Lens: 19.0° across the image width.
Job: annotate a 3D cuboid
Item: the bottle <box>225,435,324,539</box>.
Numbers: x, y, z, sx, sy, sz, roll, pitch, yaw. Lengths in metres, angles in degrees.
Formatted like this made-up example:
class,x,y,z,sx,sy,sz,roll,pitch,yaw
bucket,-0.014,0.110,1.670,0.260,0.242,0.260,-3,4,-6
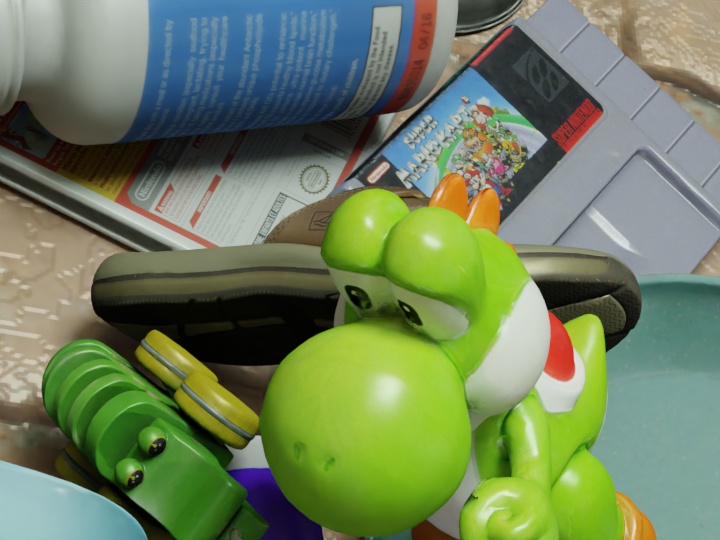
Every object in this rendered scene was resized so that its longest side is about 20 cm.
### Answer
class,x,y,z,sx,sy,sz,roll,pitch,yaw
bottle,-0.035,0.150,0.698,0.083,0.065,0.201,4,53,-7

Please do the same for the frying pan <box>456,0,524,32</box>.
class,x,y,z,sx,sy,sz,roll,pitch,yaw
frying pan,0.002,-0.183,0.988,0.190,0.031,0.115,44,51,11

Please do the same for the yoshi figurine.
class,x,y,z,sx,sy,sz,roll,pitch,yaw
yoshi figurine,0.022,0.058,0.654,0.112,0.200,0.113,-16,53,11

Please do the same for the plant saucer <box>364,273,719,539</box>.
class,x,y,z,sx,sy,sz,roll,pitch,yaw
plant saucer,0.100,0.095,0.747,0.199,0.036,0.201,-12,53,16

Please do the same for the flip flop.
class,x,y,z,sx,sy,sz,roll,pitch,yaw
flip flop,0.000,0.000,0.766,0.199,0.081,0.058,0,63,22

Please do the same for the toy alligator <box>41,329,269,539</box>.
class,x,y,z,sx,sy,sz,roll,pitch,yaw
toy alligator,-0.067,0.061,0.700,0.054,0.059,0.200,37,0,-30

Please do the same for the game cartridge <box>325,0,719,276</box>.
class,x,y,z,sx,sy,sz,roll,pitch,yaw
game cartridge,0.069,-0.021,0.874,0.130,0.038,0.200,46,52,-1

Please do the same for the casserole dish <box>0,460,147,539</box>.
class,x,y,z,sx,sy,sz,roll,pitch,yaw
casserole dish,-0.157,0.090,0.664,0.199,0.121,0.039,16,57,-4

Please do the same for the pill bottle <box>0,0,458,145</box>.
class,x,y,z,sx,sy,sz,roll,pitch,yaw
pill bottle,-0.072,-0.107,0.824,0.199,0.112,0.113,-9,58,-25

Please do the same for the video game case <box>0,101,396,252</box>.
class,x,y,z,sx,sy,sz,roll,pitch,yaw
video game case,-0.091,-0.076,0.878,0.199,0.017,0.143,27,51,0
